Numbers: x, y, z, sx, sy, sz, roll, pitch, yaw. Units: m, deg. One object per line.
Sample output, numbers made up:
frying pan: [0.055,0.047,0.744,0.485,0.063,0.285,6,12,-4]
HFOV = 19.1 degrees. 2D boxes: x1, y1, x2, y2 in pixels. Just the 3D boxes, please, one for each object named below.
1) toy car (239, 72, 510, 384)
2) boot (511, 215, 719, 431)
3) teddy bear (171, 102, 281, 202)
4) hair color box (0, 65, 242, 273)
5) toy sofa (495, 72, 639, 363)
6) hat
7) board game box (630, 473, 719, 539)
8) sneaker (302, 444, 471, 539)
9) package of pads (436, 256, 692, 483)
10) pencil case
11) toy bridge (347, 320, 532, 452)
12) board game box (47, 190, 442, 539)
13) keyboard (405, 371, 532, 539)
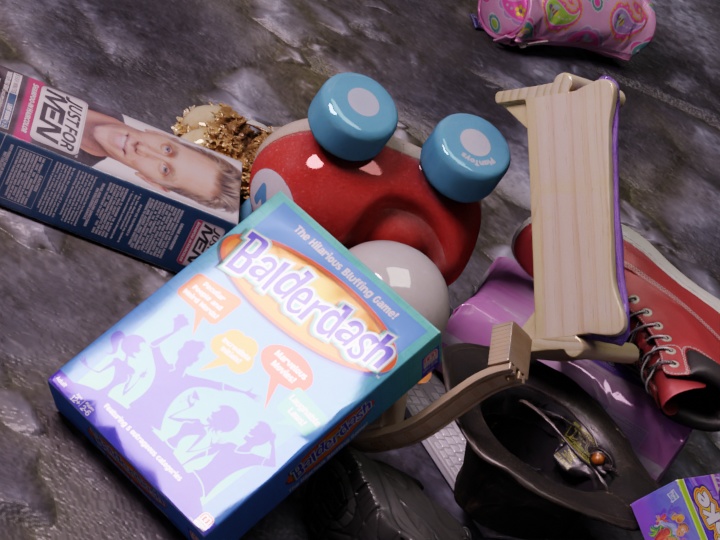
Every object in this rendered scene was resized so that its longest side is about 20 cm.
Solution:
toy car: [0.000,0.000,1.532,0.177,0.184,0.200,19,49,-17]
boot: [0.196,0.037,1.567,0.200,0.072,0.144,31,27,-3]
teddy bear: [-0.060,-0.077,1.708,0.200,0.067,0.145,10,23,-19]
hair color box: [-0.189,-0.071,1.569,0.200,0.061,0.100,22,29,-14]
toy sofa: [0.159,-0.035,1.511,0.083,0.098,0.200,9,76,-55]
hat: [0.110,0.133,1.460,0.201,0.081,0.201,33,22,-15]
board game box: [0.271,0.231,1.412,0.134,0.045,0.200,-3,66,-45]
sneaker: [0.039,0.185,1.339,0.091,0.076,0.200,16,32,-35]
package of pads: [0.158,0.077,1.619,0.200,0.076,0.121,32,28,6]
pencil case: [0.216,-0.267,2.248,0.200,0.087,0.087,2,37,-39]
toy bridge: [0.016,0.084,1.396,0.027,0.200,0.067,46,41,-42]
board game box: [-0.071,0.063,1.347,0.200,0.045,0.152,-40,65,-20]
keyboard: [0.067,0.122,1.531,0.056,0.011,0.200,6,35,-36]
